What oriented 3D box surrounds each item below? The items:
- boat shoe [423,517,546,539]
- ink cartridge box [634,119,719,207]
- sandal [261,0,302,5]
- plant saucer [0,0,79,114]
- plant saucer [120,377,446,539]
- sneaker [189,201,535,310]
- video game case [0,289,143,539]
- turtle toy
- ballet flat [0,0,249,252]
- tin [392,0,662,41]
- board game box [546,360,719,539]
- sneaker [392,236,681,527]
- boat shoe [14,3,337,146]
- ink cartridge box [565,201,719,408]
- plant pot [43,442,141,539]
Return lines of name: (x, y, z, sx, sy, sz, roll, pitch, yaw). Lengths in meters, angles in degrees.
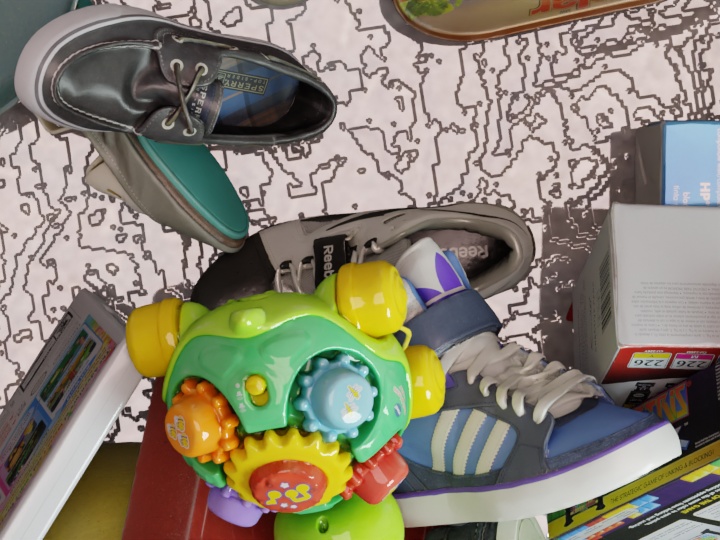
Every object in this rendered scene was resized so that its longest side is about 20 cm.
boat shoe: (0.079, 0.199, 1.649, 0.066, 0.200, 0.075, -4, 56, 16)
ink cartridge box: (0.258, -0.048, 1.665, 0.199, 0.116, 0.067, 0, 90, -2)
sandal: (-0.074, -0.210, 1.631, 0.080, 0.054, 0.200, -44, 129, 1)
plant saucer: (-0.223, -0.174, 1.649, 0.199, 0.036, 0.201, 1, 91, 31)
plant saucer: (-0.031, 0.150, 1.607, 0.200, 0.037, 0.200, 29, 47, -23)
sneaker: (0.000, 0.000, 1.671, 0.199, 0.089, 0.074, -15, 92, -1)
video game case: (-0.183, 0.110, 1.617, 0.024, 0.182, 0.200, 32, 90, -15)
turtle toy: (-0.029, 0.084, 1.515, 0.145, 0.200, 0.101, -11, 51, 13)
ballet flat: (-0.140, -0.082, 1.684, 0.064, 0.067, 0.200, -36, 92, 26)
tin: (0.111, -0.185, 1.664, 0.199, 0.112, 0.042, -12, 51, -3)
board game box: (0.222, 0.104, 1.600, 0.165, 0.200, 0.057, 14, 61, -33)
sneaker: (0.065, 0.051, 1.569, 0.080, 0.200, 0.147, -22, 96, -45)
boat shoe: (-0.093, -0.096, 1.620, 0.200, 0.066, 0.070, 7, 105, -46)
ink cartridge box: (0.220, 0.034, 1.623, 0.199, 0.176, 0.084, 1, 70, -5)
plant pot: (-0.128, 0.199, 1.640, 0.199, 0.142, 0.201, 0, 91, -2)
